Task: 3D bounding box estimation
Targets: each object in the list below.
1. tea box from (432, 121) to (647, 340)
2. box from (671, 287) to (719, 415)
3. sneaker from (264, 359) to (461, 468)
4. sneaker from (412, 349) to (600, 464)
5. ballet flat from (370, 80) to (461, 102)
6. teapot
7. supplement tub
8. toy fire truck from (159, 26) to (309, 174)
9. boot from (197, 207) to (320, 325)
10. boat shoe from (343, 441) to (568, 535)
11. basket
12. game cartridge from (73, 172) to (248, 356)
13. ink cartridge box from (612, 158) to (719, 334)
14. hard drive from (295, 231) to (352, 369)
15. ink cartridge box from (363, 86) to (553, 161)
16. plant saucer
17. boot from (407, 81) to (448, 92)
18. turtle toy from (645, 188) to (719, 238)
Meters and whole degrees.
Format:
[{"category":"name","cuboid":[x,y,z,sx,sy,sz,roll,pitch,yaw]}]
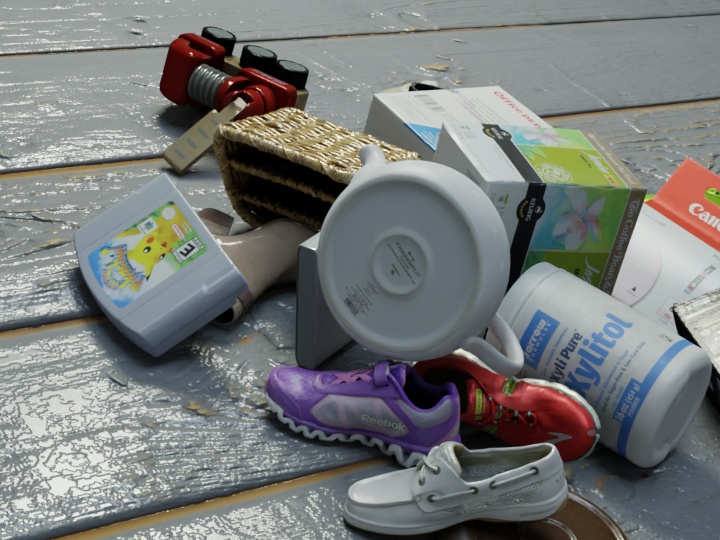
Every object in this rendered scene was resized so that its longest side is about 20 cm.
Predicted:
[{"category":"tea box","cuboid":[0.172,-0.038,1.692,0.194,0.202,0.134,0,32,-23]},{"category":"box","cuboid":[0.455,0.076,1.658,0.198,0.087,0.164,-23,36,-2]},{"category":"sneaker","cuboid":[0.009,0.118,1.470,0.198,0.089,0.081,17,31,5]},{"category":"sneaker","cuboid":[0.131,0.134,1.502,0.198,0.078,0.085,20,12,30]},{"category":"ballet flat","cuboid":[0.110,-0.219,2.108,0.198,0.070,0.070,22,30,12]},{"category":"teapot","cuboid":[0.064,-0.010,1.496,0.195,0.203,0.146,8,8,22]},{"category":"supplement tub","cuboid":[0.236,0.093,1.572,0.199,0.133,0.131,30,33,26]},{"category":"toy fire truck","cuboid":[-0.184,-0.205,1.920,0.175,0.130,0.199,27,22,21]},{"category":"boot","cuboid":[-0.117,0.004,1.637,0.197,0.071,0.147,15,36,3]},{"category":"boat shoe","cuboid":[0.079,0.179,1.366,0.197,0.070,0.071,-8,27,5]},{"category":"basket","cuboid":[-0.056,-0.078,1.707,0.198,0.145,0.149,22,23,25]},{"category":"game cartridge","cuboid":[-0.208,-0.006,1.566,0.133,0.041,0.200,-37,46,-5]},{"category":"ink cartridge box","cuboid":[0.364,-0.028,1.794,0.162,0.201,0.057,37,-2,35]},{"category":"hard drive","cuboid":[0.000,0.000,1.607,0.026,0.134,0.200,17,31,27]},{"category":"ink cartridge box","cuboid":[0.115,-0.117,1.855,0.198,0.146,0.147,-8,37,-34]},{"category":"plant saucer","cuboid":[0.162,0.245,1.383,0.197,0.032,0.201,11,31,-7]},{"category":"boot","cuboid":[0.135,-0.169,2.001,0.197,0.098,0.075,15,29,1]},{"category":"turtle toy","cuboid":[0.411,-0.044,1.911,0.199,0.102,0.145,33,29,31]}]
